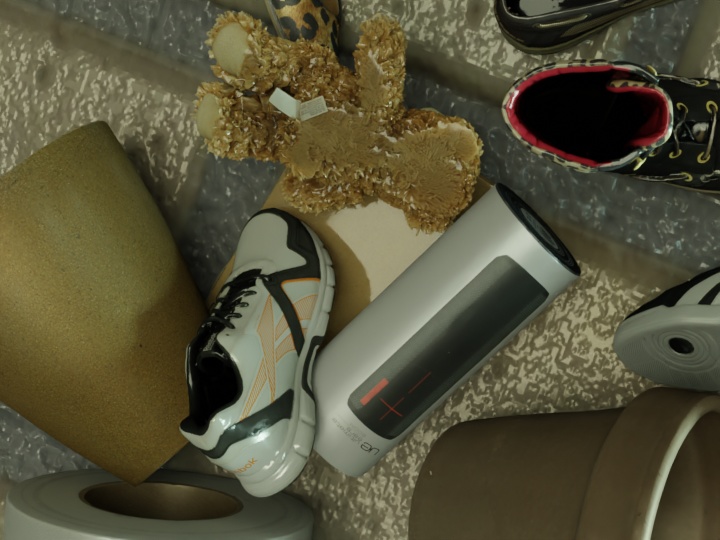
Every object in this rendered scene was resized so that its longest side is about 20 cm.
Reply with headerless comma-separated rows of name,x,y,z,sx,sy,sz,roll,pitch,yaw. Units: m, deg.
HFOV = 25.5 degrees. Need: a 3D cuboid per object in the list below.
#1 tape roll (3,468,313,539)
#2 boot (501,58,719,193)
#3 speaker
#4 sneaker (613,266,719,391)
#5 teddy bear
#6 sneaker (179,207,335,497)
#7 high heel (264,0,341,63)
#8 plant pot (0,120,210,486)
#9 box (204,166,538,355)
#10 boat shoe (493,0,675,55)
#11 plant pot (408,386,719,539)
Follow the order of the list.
tape roll,-0.135,0.217,1.036,0.201,0.203,0.141,7,94,14
boot,0.181,-0.088,0.960,0.198,0.151,0.074,12,96,13
speaker,0.042,0.040,1.019,0.200,0.081,0.081,-43,82,13
sneaker,0.256,0.005,0.994,0.199,0.112,0.073,-16,128,43
teddy bear,-0.015,-0.098,1.025,0.198,0.067,0.146,6,111,12
sneaker,-0.067,0.038,1.007,0.073,0.080,0.201,-26,46,33
high heel,0.003,-0.220,1.043,0.141,0.071,0.202,-13,87,14
plant pot,-0.176,0.036,1.056,0.186,0.186,0.200,-41,90,13
box,0.000,0.000,1.079,0.163,0.021,0.201,34,101,10
boat shoe,0.174,-0.197,0.995,0.199,0.073,0.075,-32,85,14
plant pot,0.130,0.165,0.986,0.173,0.200,0.202,6,95,33
